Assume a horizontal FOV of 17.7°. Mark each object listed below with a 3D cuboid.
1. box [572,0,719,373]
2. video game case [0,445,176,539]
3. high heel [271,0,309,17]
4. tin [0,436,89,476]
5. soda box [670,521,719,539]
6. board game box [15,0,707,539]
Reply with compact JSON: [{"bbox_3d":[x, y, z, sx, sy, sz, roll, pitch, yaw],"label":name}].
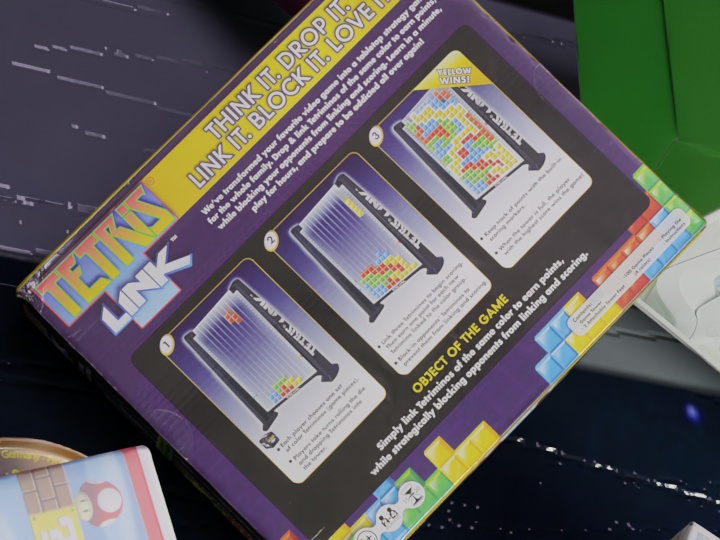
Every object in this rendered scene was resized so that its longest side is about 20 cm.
[{"bbox_3d":[0.180,-0.051,1.002,0.176,0.097,0.200,36,39,-35],"label":"box"},{"bbox_3d":[-0.143,0.142,0.717,0.199,0.017,0.143,-11,69,-20],"label":"video game case"},{"bbox_3d":[-0.046,-0.158,0.982,0.067,0.096,0.200,-27,75,-41],"label":"high heel"},{"bbox_3d":[-0.087,0.147,0.777,0.112,0.042,0.200,-30,76,-38],"label":"tin"},{"bbox_3d":[0.184,0.186,0.892,0.200,0.068,0.064,34,47,-5],"label":"soda box"},{"bbox_3d":[0.000,0.000,0.858,0.165,0.057,0.200,45,81,6],"label":"board game box"}]
